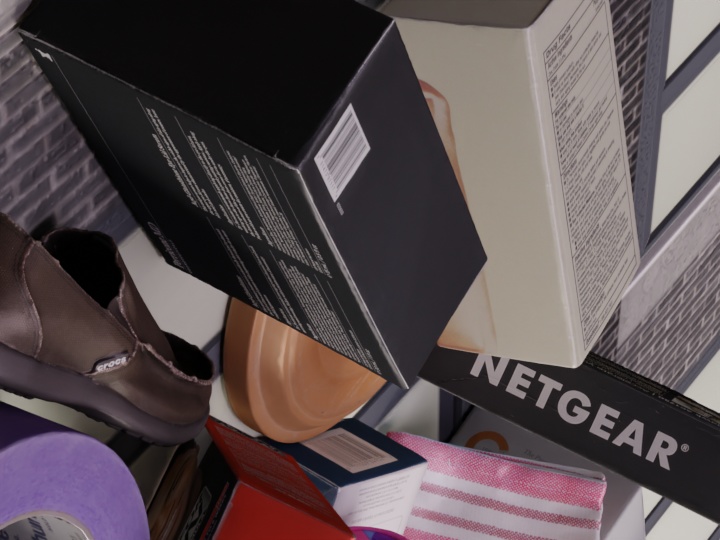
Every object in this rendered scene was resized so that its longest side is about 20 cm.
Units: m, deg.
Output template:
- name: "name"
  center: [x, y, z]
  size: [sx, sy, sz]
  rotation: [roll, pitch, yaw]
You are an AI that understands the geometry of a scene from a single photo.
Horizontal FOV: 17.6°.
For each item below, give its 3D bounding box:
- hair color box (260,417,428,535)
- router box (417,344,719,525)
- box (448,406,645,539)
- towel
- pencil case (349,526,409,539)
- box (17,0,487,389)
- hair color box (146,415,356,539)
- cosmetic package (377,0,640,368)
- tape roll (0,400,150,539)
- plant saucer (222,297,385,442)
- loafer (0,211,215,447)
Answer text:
- name: "hair color box"
  center: [-0.040, 0.188, 1.293]
  size: [0.100, 0.060, 0.201]
  rotation: [-7, 120, -58]
- name: "router box"
  center: [0.132, 0.077, 1.323]
  size: [0.051, 0.199, 0.149]
  rotation: [-65, 169, 3]
- name: "box"
  center: [0.076, 0.204, 1.460]
  size: [0.200, 0.124, 0.098]
  rotation: [-52, 153, -23]
- name: "towel"
  center: [0.068, 0.203, 1.363]
  size: [0.030, 0.145, 0.202]
  rotation: [139, -39, -67]
- name: "pencil case"
  center: [-0.011, 0.235, 1.230]
  size: [0.088, 0.088, 0.201]
  rotation: [-26, 136, -52]
- name: "box"
  center: [-0.038, -0.049, 0.975]
  size: [0.079, 0.140, 0.200]
  rotation: [-58, 155, -17]
- name: "hair color box"
  center: [-0.063, 0.135, 1.078]
  size: [0.102, 0.061, 0.200]
  rotation: [-64, -170, 0]
- name: "cosmetic package"
  center: [0.079, -0.063, 1.186]
  size: [0.103, 0.087, 0.201]
  rotation: [-51, 140, -46]
- name: "tape roll"
  center: [-0.175, 0.147, 0.932]
  size: [0.200, 0.084, 0.201]
  rotation: [-37, 136, -47]
- name: "plant saucer"
  center: [0.000, 0.000, 1.226]
  size: [0.200, 0.032, 0.201]
  rotation: [-45, 150, -35]
- name: "loafer"
  center: [-0.111, 0.023, 0.980]
  size: [0.071, 0.073, 0.200]
  rotation: [-62, 155, 0]
